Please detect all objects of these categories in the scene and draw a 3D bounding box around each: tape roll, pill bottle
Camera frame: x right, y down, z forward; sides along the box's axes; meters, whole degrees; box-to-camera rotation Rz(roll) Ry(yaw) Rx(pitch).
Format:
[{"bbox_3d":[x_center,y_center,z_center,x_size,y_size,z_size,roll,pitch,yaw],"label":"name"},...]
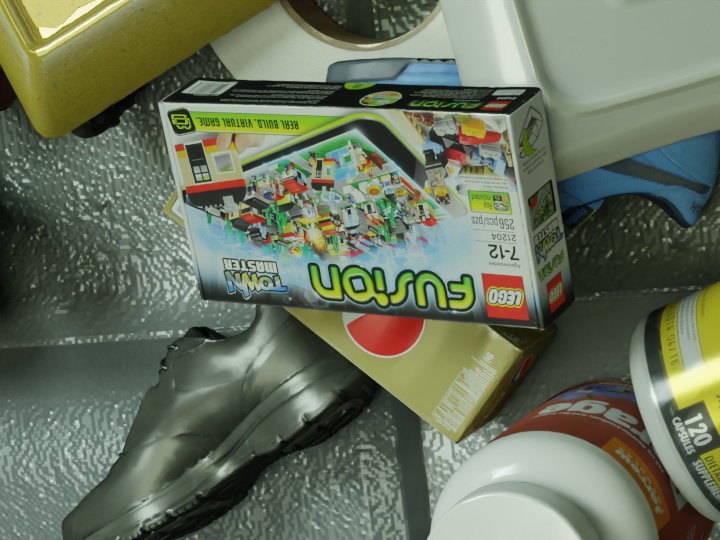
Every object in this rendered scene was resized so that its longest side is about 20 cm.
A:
[{"bbox_3d":[0.006,-0.168,1.361,0.202,0.037,0.204,4,101,20],"label":"tape roll"},{"bbox_3d":[0.238,0.037,1.266,0.200,0.112,0.112,-25,90,23],"label":"pill bottle"},{"bbox_3d":[0.100,0.125,1.285,0.112,0.200,0.113,4,101,20],"label":"pill bottle"}]

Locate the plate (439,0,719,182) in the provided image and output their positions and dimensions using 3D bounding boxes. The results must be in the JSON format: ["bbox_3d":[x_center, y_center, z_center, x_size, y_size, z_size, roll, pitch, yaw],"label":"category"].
[{"bbox_3d":[0.131,-0.157,1.261,0.199,0.032,0.200,-17,94,-12],"label":"plate"}]

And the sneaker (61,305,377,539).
[{"bbox_3d":[-0.086,0.082,1.427,0.200,0.076,0.091,-36,76,15],"label":"sneaker"}]

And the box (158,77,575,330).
[{"bbox_3d":[0.002,-0.034,1.276,0.199,0.035,0.110,4,116,33],"label":"box"}]

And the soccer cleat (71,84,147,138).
[{"bbox_3d":[-0.133,-0.171,1.397,0.073,0.068,0.201,19,101,17],"label":"soccer cleat"}]

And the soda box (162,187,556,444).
[{"bbox_3d":[0.000,0.000,1.373,0.200,0.068,0.064,39,110,11],"label":"soda box"}]

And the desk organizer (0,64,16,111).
[{"bbox_3d":[-0.253,-0.177,1.438,0.200,0.072,0.077,45,113,8],"label":"desk organizer"}]

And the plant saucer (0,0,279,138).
[{"bbox_3d":[-0.134,-0.199,1.337,0.200,0.048,0.200,-31,85,15],"label":"plant saucer"}]

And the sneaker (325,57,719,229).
[{"bbox_3d":[0.079,-0.062,1.301,0.199,0.066,0.079,8,96,-8],"label":"sneaker"}]
